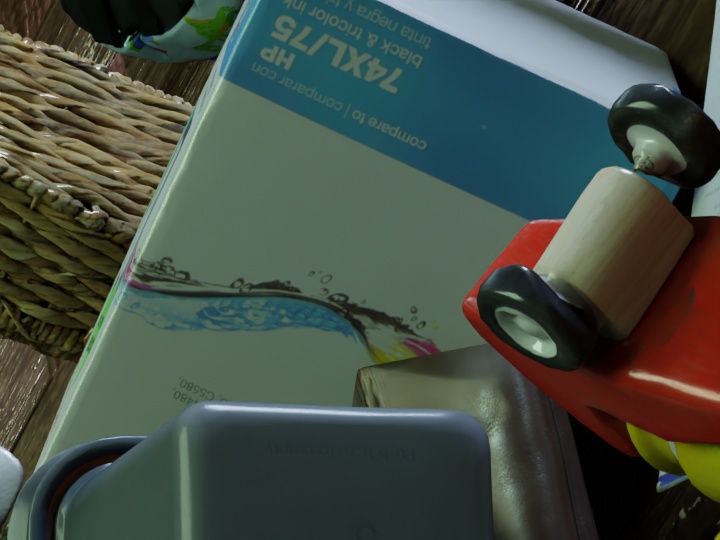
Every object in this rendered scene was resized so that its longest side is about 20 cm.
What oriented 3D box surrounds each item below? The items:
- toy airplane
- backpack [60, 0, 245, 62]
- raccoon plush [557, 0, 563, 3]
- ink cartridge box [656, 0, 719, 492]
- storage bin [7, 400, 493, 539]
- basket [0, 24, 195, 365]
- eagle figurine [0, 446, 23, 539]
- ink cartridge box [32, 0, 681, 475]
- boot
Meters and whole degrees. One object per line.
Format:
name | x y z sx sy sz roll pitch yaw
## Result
toy airplane | 0.136 0.047 0.723 0.200 0.141 0.199 -18 50 8
backpack | -0.054 -0.174 1.082 0.163 0.154 0.200 4 84 50
raccoon plush | 0.023 -0.158 1.128 0.097 0.134 0.200 -55 26 29
ink cartridge box | 0.139 -0.032 0.883 0.099 0.039 0.200 -32 42 56
storage bin | -0.029 0.124 0.768 0.134 0.145 0.200 129 142 -66
basket | -0.126 0.006 1.253 0.149 0.200 0.143 -56 27 24
eagle figurine | -0.165 0.168 1.312 0.152 0.151 0.200 -59 11 -1
ink cartridge box | 0.000 0.000 0.993 0.147 0.146 0.200 -85 20 -75
boot | 0.020 0.137 0.892 0.186 0.064 0.200 -40 59 29
